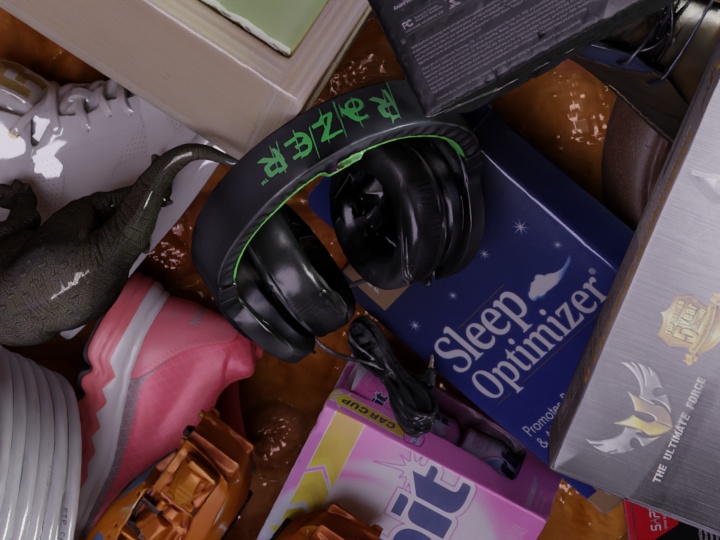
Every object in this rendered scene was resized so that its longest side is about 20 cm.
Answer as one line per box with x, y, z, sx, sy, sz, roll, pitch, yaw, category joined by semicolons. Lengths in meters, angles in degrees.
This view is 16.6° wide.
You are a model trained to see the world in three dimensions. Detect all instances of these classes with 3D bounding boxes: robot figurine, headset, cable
-0.084;0.165;1.128;0.145;0.058;0.200;35;118;1;robot figurine
0.000;0.000;1.023;0.123;0.200;0.094;-29;67;-9;headset
-0.190;0.131;1.147;0.069;0.200;0.200;14;101;-18;cable

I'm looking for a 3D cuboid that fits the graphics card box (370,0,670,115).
0.040;-0.172;0.906;0.125;0.051;0.200;-28;84;22;graphics card box

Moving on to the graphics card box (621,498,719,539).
0.215;0.100;1.060;0.200;0.051;0.126;-3;139;10;graphics card box

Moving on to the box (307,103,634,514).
0.071;0.010;1.088;0.200;0.032;0.121;41;134;-2;box

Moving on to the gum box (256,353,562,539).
0.007;0.141;1.164;0.113;0.066;0.200;27;118;1;gum box

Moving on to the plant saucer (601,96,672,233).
0.199;-0.031;1.052;0.200;0.034;0.201;6;116;14;plant saucer

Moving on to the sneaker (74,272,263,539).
-0.097;0.103;1.173;0.087;0.074;0.200;16;117;6;sneaker

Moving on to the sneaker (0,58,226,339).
-0.121;-0.067;1.101;0.116;0.074;0.200;39;119;-8;sneaker

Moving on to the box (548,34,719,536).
0.182;0.012;0.953;0.158;0.048;0.200;21;108;-3;box

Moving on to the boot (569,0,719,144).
0.126;-0.084;0.981;0.200;0.097;0.075;31;105;20;boot

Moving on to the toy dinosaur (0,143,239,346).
-0.131;0.001;1.046;0.200;0.102;0.077;-9;119;29;toy dinosaur

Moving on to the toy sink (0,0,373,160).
-0.080;-0.156;0.996;0.200;0.112;0.130;34;73;-1;toy sink
